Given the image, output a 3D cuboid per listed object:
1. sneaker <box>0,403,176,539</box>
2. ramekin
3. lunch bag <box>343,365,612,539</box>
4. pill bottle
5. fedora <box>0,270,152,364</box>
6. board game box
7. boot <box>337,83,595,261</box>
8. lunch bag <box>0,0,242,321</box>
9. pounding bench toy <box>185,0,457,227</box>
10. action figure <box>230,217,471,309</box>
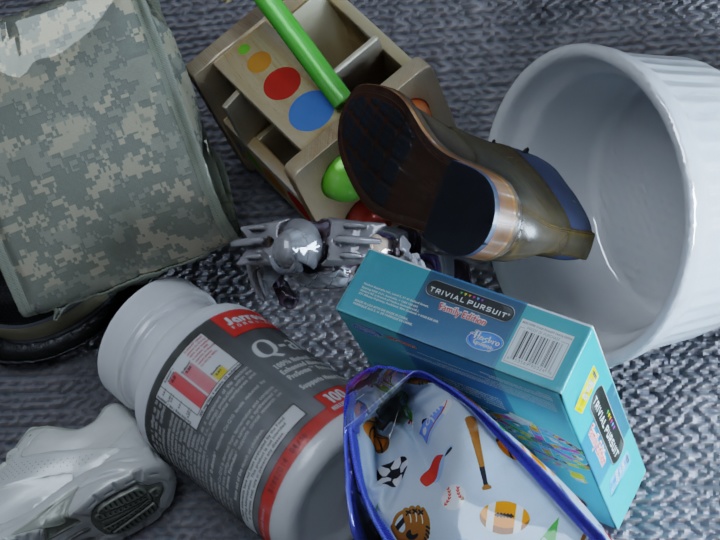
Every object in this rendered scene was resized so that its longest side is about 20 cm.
[{"bbox_3d":[-0.228,0.160,1.273,0.199,0.078,0.100,-25,49,-8],"label":"sneaker"},{"bbox_3d":[0.175,-0.044,1.177,0.097,0.201,0.201,-7,48,-34],"label":"ramekin"},{"bbox_3d":[0.071,0.162,1.105,0.124,0.170,0.200,-37,58,-4],"label":"lunch bag"},{"bbox_3d":[-0.077,0.093,1.227,0.199,0.116,0.116,34,76,31],"label":"pill bottle"},{"bbox_3d":[-0.241,-0.034,1.369,0.199,0.092,0.202,-9,58,14],"label":"fedora"},{"bbox_3d":[0.085,0.075,1.132,0.150,0.200,0.047,20,69,27],"label":"board game box"},{"bbox_3d":[0.063,-0.055,1.173,0.200,0.096,0.075,47,117,49],"label":"boot"},{"bbox_3d":[-0.185,-0.081,1.256,0.163,0.118,0.202,-19,95,2],"label":"lunch bag"},{"bbox_3d":[-0.027,-0.124,1.286,0.124,0.200,0.156,-39,56,-7],"label":"pounding bench toy"},{"bbox_3d":[0.000,0.000,1.204,0.129,0.199,0.070,13,92,33],"label":"action figure"}]
